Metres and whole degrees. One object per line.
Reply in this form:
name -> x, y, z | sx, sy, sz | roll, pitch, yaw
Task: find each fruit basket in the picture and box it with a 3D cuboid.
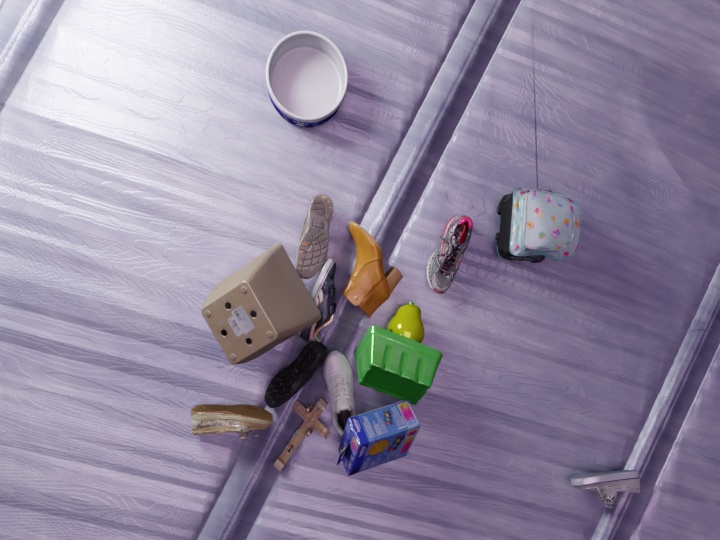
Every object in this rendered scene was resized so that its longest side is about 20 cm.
fruit basket -> 0.096, 0.190, 1.312 | 0.208, 0.157, 0.221 | 14, 46, -15

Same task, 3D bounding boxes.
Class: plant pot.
plant pot -> -0.234, 0.090, 1.187 | 0.196, 0.177, 0.204 | -29, 95, 18

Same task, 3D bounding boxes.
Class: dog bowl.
dog bowl -> -0.128, -0.453, 1.282 | 0.192, 0.079, 0.209 | 0, 90, -8

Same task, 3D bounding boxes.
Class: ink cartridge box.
ink cartridge box -> 0.028, 0.396, 1.258 | 0.193, 0.077, 0.139 | -8, 135, -25

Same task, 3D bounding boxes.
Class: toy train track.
toy train track -> -0.146, 0.398, 1.297 | 0.113, 0.033, 0.203 | 36, 92, 9

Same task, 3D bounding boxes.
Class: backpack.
backpack -> 0.456, -0.111, 1.343 | 0.192, 0.153, 0.183 | 6, 84, -15

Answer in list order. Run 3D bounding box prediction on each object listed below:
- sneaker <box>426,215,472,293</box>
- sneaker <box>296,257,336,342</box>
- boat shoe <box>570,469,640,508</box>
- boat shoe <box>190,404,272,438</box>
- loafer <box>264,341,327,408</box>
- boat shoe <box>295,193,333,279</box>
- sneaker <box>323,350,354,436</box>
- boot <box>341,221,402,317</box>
sneaker -> 0.222, -0.043, 1.342 | 0.078, 0.075, 0.207 | 18, 88, -8
sneaker -> -0.089, 0.076, 1.294 | 0.077, 0.079, 0.205 | 24, 98, -2
boat shoe -> 0.649, 0.579, 1.412 | 0.194, 0.075, 0.090 | 1, 73, -15
boat shoe -> -0.303, 0.358, 1.270 | 0.192, 0.073, 0.065 | 4, 96, 2
loafer -> -0.151, 0.254, 1.290 | 0.201, 0.070, 0.068 | -47, 65, 9
boat shoe -> -0.110, -0.078, 1.292 | 0.072, 0.073, 0.207 | 17, 83, -12
sneaker -> -0.043, 0.297, 1.290 | 0.075, 0.099, 0.208 | -11, 92, -7
boot -> 0.000, 0.000, 1.308 | 0.144, 0.071, 0.202 | -43, 101, -9
